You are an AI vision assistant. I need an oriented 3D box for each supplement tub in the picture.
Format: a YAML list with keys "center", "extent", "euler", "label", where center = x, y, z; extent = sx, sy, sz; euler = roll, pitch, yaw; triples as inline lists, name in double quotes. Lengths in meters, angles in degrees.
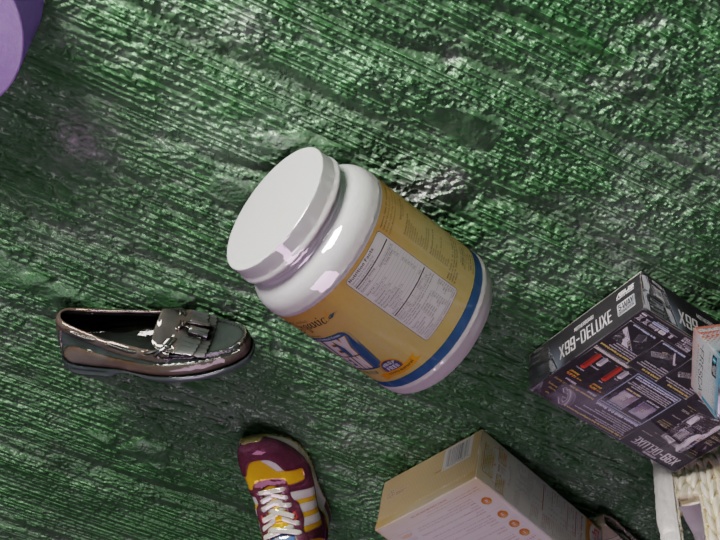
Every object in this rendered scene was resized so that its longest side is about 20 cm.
- center: [0.000, 0.000, 1.119]
  extent: [0.200, 0.145, 0.145]
  euler: [36, 129, -26]
  label: "supplement tub"

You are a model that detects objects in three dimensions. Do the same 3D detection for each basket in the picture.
- center: [0.409, 0.298, 1.335]
  extent: [0.160, 0.199, 0.200]
  euler: [-16, 131, 19]
  label: "basket"

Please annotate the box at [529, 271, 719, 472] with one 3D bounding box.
- center: [0.288, 0.104, 1.257]
  extent: [0.200, 0.050, 0.158]
  euler: [29, 132, -21]
  label: "box"

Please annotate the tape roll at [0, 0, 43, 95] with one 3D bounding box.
- center: [-0.351, -0.214, 1.003]
  extent: [0.199, 0.066, 0.200]
  euler: [4, 135, 4]
  label: "tape roll"

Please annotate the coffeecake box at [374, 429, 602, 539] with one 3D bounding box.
- center: [0.142, 0.285, 1.425]
  extent: [0.200, 0.073, 0.153]
  euler: [41, 126, -20]
  label: "coffeecake box"

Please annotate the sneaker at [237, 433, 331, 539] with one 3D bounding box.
- center: [-0.082, 0.263, 1.434]
  extent: [0.075, 0.090, 0.200]
  euler: [-11, 133, 18]
  label: "sneaker"

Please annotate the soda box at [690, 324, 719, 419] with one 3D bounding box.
- center: [0.403, 0.081, 1.166]
  extent: [0.199, 0.068, 0.064]
  euler: [-6, 113, -5]
  label: "soda box"

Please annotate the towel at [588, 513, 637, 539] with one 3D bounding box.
- center: [0.262, 0.361, 1.541]
  extent: [0.200, 0.035, 0.193]
  euler: [-27, 124, 32]
  label: "towel"

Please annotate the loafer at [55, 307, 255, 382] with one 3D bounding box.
- center: [-0.205, 0.066, 1.269]
  extent: [0.199, 0.072, 0.063]
  euler: [-3, 129, 12]
  label: "loafer"
